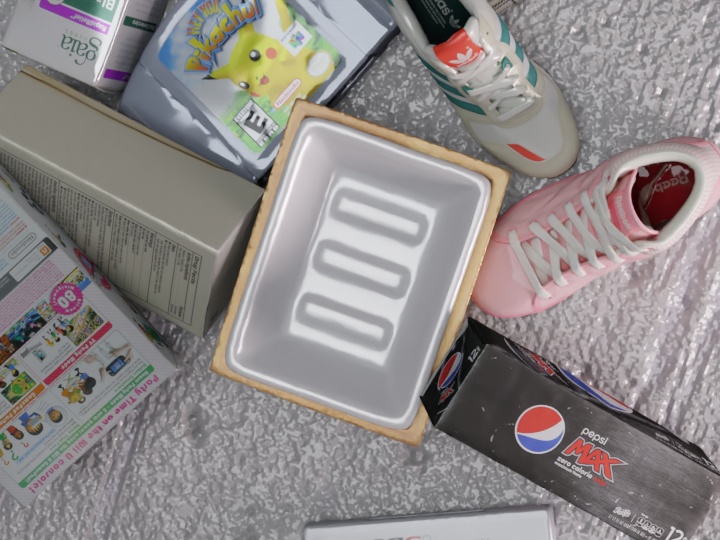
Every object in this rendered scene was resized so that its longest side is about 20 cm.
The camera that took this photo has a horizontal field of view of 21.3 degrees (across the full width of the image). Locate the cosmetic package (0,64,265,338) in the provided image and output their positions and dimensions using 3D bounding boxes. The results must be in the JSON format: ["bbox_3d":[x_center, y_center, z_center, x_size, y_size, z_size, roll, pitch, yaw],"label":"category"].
[{"bbox_3d":[-0.174,-0.049,1.352,0.199,0.073,0.104,28,142,8],"label":"cosmetic package"}]

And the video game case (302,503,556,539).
[{"bbox_3d":[0.057,0.273,1.365,0.181,0.022,0.201,-6,92,13],"label":"video game case"}]

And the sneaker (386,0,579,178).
[{"bbox_3d":[0.075,-0.137,1.288,0.070,0.093,0.200,-32,100,17],"label":"sneaker"}]

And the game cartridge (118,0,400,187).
[{"bbox_3d":[-0.076,-0.152,1.368,0.133,0.040,0.200,44,100,11],"label":"game cartridge"}]

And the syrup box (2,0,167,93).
[{"bbox_3d":[-0.174,-0.233,1.361,0.078,0.081,0.201,23,96,11],"label":"syrup box"}]

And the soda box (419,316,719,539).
[{"bbox_3d":[0.142,0.112,1.281,0.199,0.063,0.071,30,99,-15],"label":"soda box"}]

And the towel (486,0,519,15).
[{"bbox_3d":[0.104,-0.302,1.320,0.192,0.035,0.201,-34,85,12],"label":"towel"}]

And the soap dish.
[{"bbox_3d":[0.000,0.000,1.328,0.156,0.081,0.201,19,97,5],"label":"soap dish"}]

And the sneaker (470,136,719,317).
[{"bbox_3d":[0.152,-0.030,1.288,0.199,0.105,0.076,-28,89,13],"label":"sneaker"}]

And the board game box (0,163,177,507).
[{"bbox_3d":[-0.246,0.039,1.318,0.147,0.064,0.200,-41,107,2],"label":"board game box"}]
